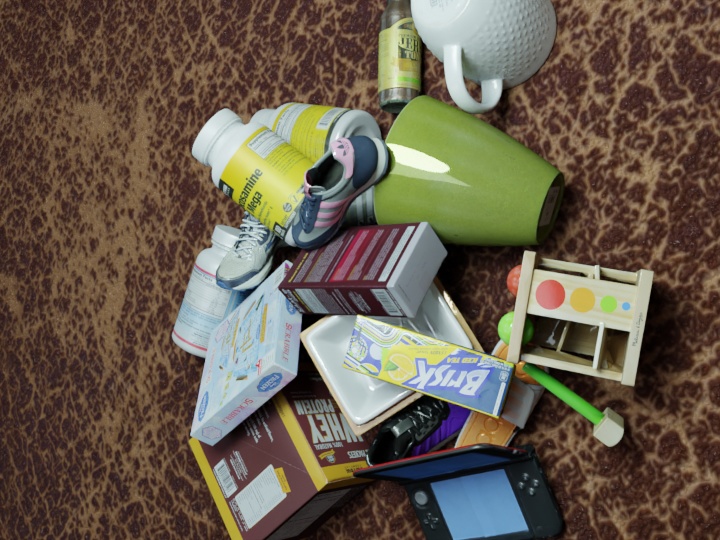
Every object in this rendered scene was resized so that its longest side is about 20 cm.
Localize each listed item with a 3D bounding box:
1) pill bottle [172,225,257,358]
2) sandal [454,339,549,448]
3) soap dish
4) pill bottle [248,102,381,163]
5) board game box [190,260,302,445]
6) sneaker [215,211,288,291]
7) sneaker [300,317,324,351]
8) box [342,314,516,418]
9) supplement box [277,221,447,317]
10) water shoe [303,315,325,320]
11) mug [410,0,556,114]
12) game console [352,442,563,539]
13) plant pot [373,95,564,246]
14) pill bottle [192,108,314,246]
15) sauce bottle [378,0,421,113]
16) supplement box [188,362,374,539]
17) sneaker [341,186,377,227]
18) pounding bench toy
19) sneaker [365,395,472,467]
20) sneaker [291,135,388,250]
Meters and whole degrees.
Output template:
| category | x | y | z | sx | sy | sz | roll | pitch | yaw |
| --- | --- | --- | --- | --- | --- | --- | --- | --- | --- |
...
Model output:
| category | x | y | z | sx | sy | sz | roll | pitch | yaw |
| --- | --- | --- | --- | --- | --- | --- | --- | --- | --- |
| pill bottle | -0.225 | 0.035 | 1.356 | 0.108 | 0.108 | 0.201 | 26 | 100 | 35 |
| sandal | 0.175 | 0.183 | 1.061 | 0.079 | 0.059 | 0.208 | 24 | 104 | 11 |
| soap dish | 0.041 | 0.098 | 1.109 | 0.199 | 0.081 | 0.158 | -34 | 76 | 7 |
| pill bottle | -0.075 | -0.195 | 1.268 | 0.199 | 0.111 | 0.112 | 16 | 94 | 37 |
| board game box | -0.157 | 0.116 | 1.191 | 0.199 | 0.041 | 0.201 | -41 | 30 | 32 |
| sneaker | -0.157 | -0.054 | 1.259 | 0.077 | 0.200 | 0.086 | 17 | 139 | 24 |
| sneaker | -0.014 | 0.082 | 1.215 | 0.199 | 0.075 | 0.080 | 3 | 96 | 27 |
| box | 0.085 | 0.116 | 1.022 | 0.199 | 0.064 | 0.071 | 17 | 87 | 14 |
| supplement box | 0.000 | 0.000 | 1.074 | 0.199 | 0.061 | 0.109 | 0 | 48 | 42 |
| water shoe | -0.033 | 0.019 | 1.233 | 0.200 | 0.079 | 0.072 | -35 | 66 | 29 |
| mug | 0.147 | -0.301 | 1.073 | 0.147 | 0.175 | 0.202 | -1 | 85 | 37 |
| game console | 0.120 | 0.285 | 1.037 | 0.199 | 0.119 | 0.173 | -20 | 94 | 34 |
| plant pot | 0.148 | -0.107 | 1.064 | 0.199 | 0.187 | 0.188 | 20 | 97 | 25 |
| pill bottle | -0.136 | -0.135 | 1.190 | 0.200 | 0.112 | 0.113 | 38 | 109 | 5 |
| sauce bottle | 0.057 | -0.333 | 1.214 | 0.064 | 0.065 | 0.202 | -4 | 84 | 36 |
| supplement box | -0.112 | 0.272 | 1.230 | 0.200 | 0.132 | 0.198 | -44 | 61 | 24 |
| sneaker | 0.013 | -0.081 | 1.191 | 0.081 | 0.074 | 0.200 | 42 | 90 | 24 |
| pounding bench toy | 0.237 | 0.088 | 0.967 | 0.155 | 0.124 | 0.201 | 9 | 91 | 15 |
| sneaker | 0.080 | 0.203 | 1.113 | 0.200 | 0.099 | 0.070 | -51 | 59 | 17 |
| sneaker | -0.050 | -0.098 | 1.048 | 0.200 | 0.082 | 0.070 | -50 | 55 | 38 |
